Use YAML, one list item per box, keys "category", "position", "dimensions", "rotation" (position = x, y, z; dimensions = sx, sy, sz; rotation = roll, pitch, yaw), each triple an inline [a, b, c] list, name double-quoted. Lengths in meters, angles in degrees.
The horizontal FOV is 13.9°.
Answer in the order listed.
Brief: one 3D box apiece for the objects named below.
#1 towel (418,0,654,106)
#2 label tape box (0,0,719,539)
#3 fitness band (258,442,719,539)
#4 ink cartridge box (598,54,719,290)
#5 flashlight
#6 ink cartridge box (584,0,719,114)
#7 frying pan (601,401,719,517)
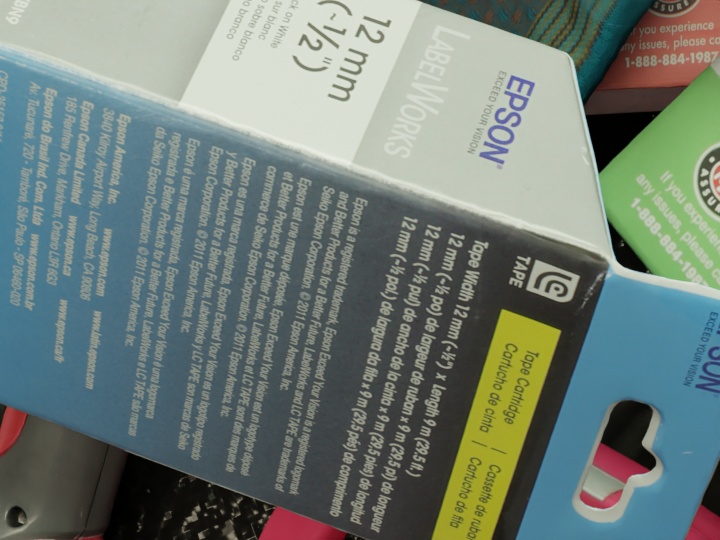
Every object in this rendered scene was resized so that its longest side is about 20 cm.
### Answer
- category: "towel"
  position: [-0.005, -0.059, 0.830]
  dimensions: [0.200, 0.022, 0.147]
  rotation: [-55, 53, 33]
- category: "label tape box"
  position: [0.000, 0.000, 0.746]
  dimensions: [0.200, 0.143, 0.066]
  rotation: [18, 52, 4]
- category: "fitness band"
  position: [0.052, 0.122, 0.831]
  dimensions: [0.200, 0.037, 0.144]
  rotation: [32, 114, 26]
- category: "ink cartridge box"
  position: [0.179, -0.033, 0.720]
  dimensions: [0.200, 0.084, 0.146]
  rotation: [-46, 58, 15]
- category: "flashlight"
  position: [-0.093, 0.036, 0.872]
  dimensions: [0.068, 0.068, 0.200]
  rotation: [14, 104, -6]
- category: "ink cartridge box"
  position: [0.076, -0.146, 0.823]
  dimensions: [0.116, 0.067, 0.200]
  rotation: [0, 88, 38]
- category: "frying pan"
  position: [0.071, 0.064, 0.849]
  dimensions: [0.190, 0.031, 0.115]
  rotation: [22, 98, 24]
